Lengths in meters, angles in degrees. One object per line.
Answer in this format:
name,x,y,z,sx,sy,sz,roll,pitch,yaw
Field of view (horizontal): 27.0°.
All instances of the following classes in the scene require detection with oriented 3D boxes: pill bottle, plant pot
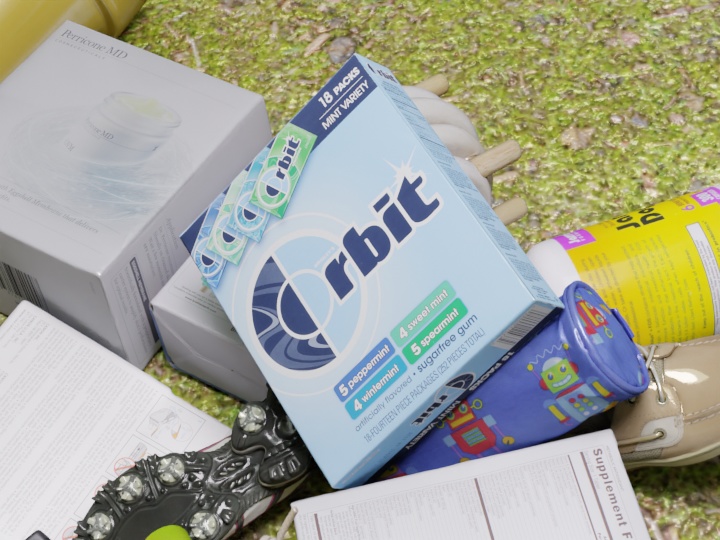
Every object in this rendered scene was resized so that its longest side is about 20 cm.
pill bottle,0.178,0.017,1.022,0.198,0.105,0.105,-18,49,-7
plant pot,-0.303,-0.233,1.259,0.200,0.201,0.190,26,72,27

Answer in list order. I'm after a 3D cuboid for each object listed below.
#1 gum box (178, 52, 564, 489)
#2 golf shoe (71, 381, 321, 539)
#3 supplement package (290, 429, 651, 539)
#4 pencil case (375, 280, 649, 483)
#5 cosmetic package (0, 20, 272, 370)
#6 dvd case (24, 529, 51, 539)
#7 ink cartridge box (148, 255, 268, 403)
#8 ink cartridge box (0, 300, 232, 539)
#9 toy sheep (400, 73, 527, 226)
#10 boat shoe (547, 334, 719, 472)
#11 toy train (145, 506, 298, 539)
gum box,0.000,0.000,0.908,0.170,0.044,0.201,-43,62,19
golf shoe,-0.090,0.147,0.975,0.199,0.088,0.078,-31,67,-1
supplement package,0.070,0.189,0.889,0.198,0.110,0.114,-12,49,-2
pencil case,0.082,0.082,0.926,0.199,0.078,0.087,-34,2,30
cosmetic package,-0.196,-0.060,1.134,0.198,0.124,0.200,23,55,25
dvd case,-0.257,0.227,0.877,0.200,0.143,0.018,-39,84,-14
ink cartridge box,-0.037,0.002,1.085,0.135,0.077,0.201,24,58,22
ink cartridge box,-0.199,0.134,1.032,0.199,0.050,0.161,31,58,8
toy sheep,0.026,-0.063,1.006,0.137,0.139,0.200,-28,43,-15
boat shoe,0.175,0.081,0.934,0.199,0.065,0.073,-25,42,32
toy train,-0.090,0.188,0.871,0.084,0.202,0.116,0,28,-39
